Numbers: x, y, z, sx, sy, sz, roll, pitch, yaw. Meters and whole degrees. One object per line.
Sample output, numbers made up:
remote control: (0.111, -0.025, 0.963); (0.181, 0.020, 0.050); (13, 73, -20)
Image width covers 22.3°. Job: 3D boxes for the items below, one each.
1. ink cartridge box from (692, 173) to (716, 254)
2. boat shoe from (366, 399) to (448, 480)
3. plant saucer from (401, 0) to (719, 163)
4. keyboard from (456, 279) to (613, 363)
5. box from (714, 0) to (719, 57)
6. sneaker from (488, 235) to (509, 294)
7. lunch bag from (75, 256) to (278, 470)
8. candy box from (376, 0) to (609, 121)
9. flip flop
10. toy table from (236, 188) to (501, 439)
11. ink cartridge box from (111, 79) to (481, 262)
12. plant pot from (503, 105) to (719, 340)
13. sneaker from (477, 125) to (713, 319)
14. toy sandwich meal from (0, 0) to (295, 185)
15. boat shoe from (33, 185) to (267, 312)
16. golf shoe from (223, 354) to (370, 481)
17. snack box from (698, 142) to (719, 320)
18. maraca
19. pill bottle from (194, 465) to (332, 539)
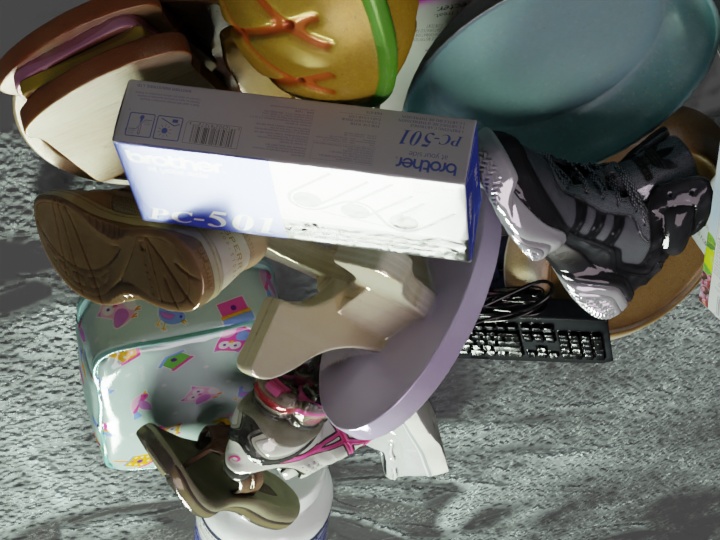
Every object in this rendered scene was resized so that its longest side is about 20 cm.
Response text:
ink cartridge box: (0.340, -0.091, 1.262); (0.199, 0.044, 0.174); (-21, 159, -23)
boat shoe: (0.025, 0.123, 1.518); (0.068, 0.073, 0.200); (-17, 157, 4)
plant saucer: (0.114, -0.123, 1.083); (0.198, 0.036, 0.201); (-14, 150, -8)
keyboard: (0.079, 0.047, 1.308); (0.198, 0.040, 0.104); (0, 145, 13)
box: (0.318, -0.200, 1.122); (0.140, 0.079, 0.201); (-5, 147, -22)
sneaker: (0.101, 0.004, 1.354); (0.198, 0.071, 0.082); (-19, 150, 3)
lunch bag: (-0.126, 0.070, 1.356); (0.159, 0.078, 0.201); (-13, 150, -12)
candy box: (0.078, -0.172, 1.082); (0.135, 0.061, 0.201); (-5, 146, -19)
flip flop: (-0.096, 0.144, 1.349); (0.058, 0.081, 0.200); (-45, 147, 10)
toy table: (0.000, 0.000, 1.225); (0.117, 0.202, 0.183); (31, 158, -37)
ink cartridge box: (-0.033, -0.055, 1.034); (0.198, 0.045, 0.094); (8, 154, 9)
plant pot: (0.195, -0.025, 1.316); (0.199, 0.028, 0.201); (-16, 129, -21)
sneaker: (0.144, -0.053, 1.114); (0.114, 0.076, 0.200); (-38, 141, 10)
toy sandwich meal: (-0.119, -0.098, 1.106); (0.203, 0.071, 0.206); (-11, 148, -7)
boat shoe: (-0.137, -0.018, 1.159); (0.064, 0.199, 0.072); (-27, 118, -35)
golf shoe: (-0.033, 0.108, 1.347); (0.199, 0.073, 0.092); (2, 125, -57)
snack box: (0.296, -0.064, 1.113); (0.168, 0.068, 0.201); (-29, 141, -19)
maraca: (-0.026, -0.170, 0.985); (0.107, 0.137, 0.201); (-36, 146, -19)
pill bottle: (-0.082, 0.204, 1.543); (0.115, 0.116, 0.201); (-7, 147, -12)
